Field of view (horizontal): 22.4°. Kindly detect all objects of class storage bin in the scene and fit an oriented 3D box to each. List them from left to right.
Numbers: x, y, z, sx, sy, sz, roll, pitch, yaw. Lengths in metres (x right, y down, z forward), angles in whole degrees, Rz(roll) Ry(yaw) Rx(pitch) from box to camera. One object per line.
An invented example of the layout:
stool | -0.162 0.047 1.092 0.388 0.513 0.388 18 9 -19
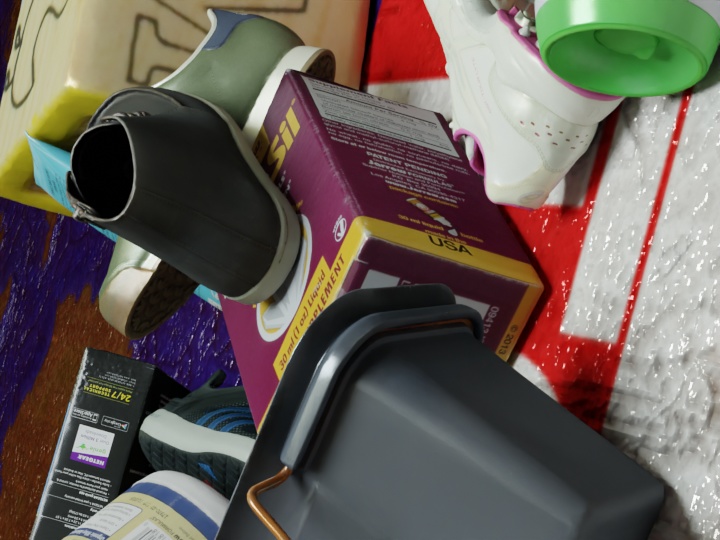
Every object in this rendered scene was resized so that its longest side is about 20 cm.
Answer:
storage bin | 0.023 0.125 0.740 0.134 0.145 0.201 31 107 28

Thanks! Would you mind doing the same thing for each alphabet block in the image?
alphabet block | -0.117 -0.145 1.206 0.195 0.195 0.202 -36 43 58

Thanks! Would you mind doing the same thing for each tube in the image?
tube | -0.123 -0.022 1.131 0.051 0.199 0.078 -58 -8 -26

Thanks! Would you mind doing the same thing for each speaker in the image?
speaker | 0.127 -0.183 0.803 0.088 0.088 0.202 -24 53 61

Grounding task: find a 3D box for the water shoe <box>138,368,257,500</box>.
water shoe | -0.052 0.097 1.040 0.079 0.072 0.199 -44 33 -25

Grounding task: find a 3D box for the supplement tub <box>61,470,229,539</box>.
supplement tub | -0.138 0.216 0.957 0.200 0.145 0.144 -36 4 -30

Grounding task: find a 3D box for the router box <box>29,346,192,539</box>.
router box | -0.160 0.137 1.186 0.200 0.051 0.150 77 -152 -80

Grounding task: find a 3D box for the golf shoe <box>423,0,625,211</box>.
golf shoe | 0.064 -0.103 0.913 0.200 0.075 0.092 -113 41 -59

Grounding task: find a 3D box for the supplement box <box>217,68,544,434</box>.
supplement box | 0.000 0.000 0.949 0.132 0.103 0.200 -66 23 22

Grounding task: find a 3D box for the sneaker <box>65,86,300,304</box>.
sneaker | -0.114 -0.062 0.932 0.075 0.106 0.200 -58 39 6

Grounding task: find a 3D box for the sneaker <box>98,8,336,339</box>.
sneaker | -0.104 -0.064 1.050 0.201 0.090 0.067 -55 -20 -6
